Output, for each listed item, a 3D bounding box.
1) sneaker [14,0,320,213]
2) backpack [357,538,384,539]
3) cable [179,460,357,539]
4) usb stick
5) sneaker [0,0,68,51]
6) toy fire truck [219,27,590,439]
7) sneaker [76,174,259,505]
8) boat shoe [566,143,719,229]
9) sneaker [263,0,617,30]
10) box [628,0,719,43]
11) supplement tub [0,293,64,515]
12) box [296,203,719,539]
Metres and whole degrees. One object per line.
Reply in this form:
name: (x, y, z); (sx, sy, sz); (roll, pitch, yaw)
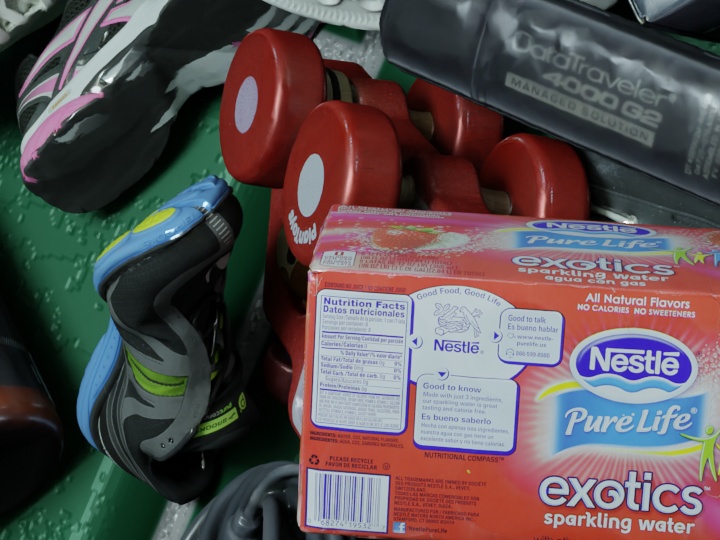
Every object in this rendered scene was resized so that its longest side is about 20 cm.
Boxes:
sneaker: (-0.096, -0.124, 1.071); (0.200, 0.080, 0.087); (-37, 52, 12)
backpack: (0.070, 0.180, 0.855); (0.190, 0.154, 0.201); (24, 83, 26)
cable: (-0.060, 0.155, 0.891); (0.201, 0.051, 0.163); (-55, 14, 19)
usb stick: (0.090, -0.075, 0.882); (0.199, 0.033, 0.056); (26, 111, 31)
sneaker: (-0.191, -0.117, 1.089); (0.199, 0.075, 0.089); (-31, 37, -5)
toy fire truck: (0.000, 0.000, 0.954); (0.200, 0.111, 0.169); (50, 127, 57)
sneaker: (-0.073, 0.032, 0.979); (0.083, 0.200, 0.071); (42, 56, 19)
boat shoe: (0.156, -0.008, 0.894); (0.199, 0.073, 0.068); (31, 102, 26)
sneaker: (0.039, -0.186, 0.987); (0.199, 0.081, 0.147); (5, 61, 20)
box: (0.204, -0.150, 0.847); (0.199, 0.157, 0.051); (-26, 80, 22)
supplement tub: (-0.225, 0.023, 1.091); (0.107, 0.107, 0.201); (-38, 62, 17)
box: (0.080, 0.039, 0.813); (0.198, 0.096, 0.100); (3, 106, 4)
